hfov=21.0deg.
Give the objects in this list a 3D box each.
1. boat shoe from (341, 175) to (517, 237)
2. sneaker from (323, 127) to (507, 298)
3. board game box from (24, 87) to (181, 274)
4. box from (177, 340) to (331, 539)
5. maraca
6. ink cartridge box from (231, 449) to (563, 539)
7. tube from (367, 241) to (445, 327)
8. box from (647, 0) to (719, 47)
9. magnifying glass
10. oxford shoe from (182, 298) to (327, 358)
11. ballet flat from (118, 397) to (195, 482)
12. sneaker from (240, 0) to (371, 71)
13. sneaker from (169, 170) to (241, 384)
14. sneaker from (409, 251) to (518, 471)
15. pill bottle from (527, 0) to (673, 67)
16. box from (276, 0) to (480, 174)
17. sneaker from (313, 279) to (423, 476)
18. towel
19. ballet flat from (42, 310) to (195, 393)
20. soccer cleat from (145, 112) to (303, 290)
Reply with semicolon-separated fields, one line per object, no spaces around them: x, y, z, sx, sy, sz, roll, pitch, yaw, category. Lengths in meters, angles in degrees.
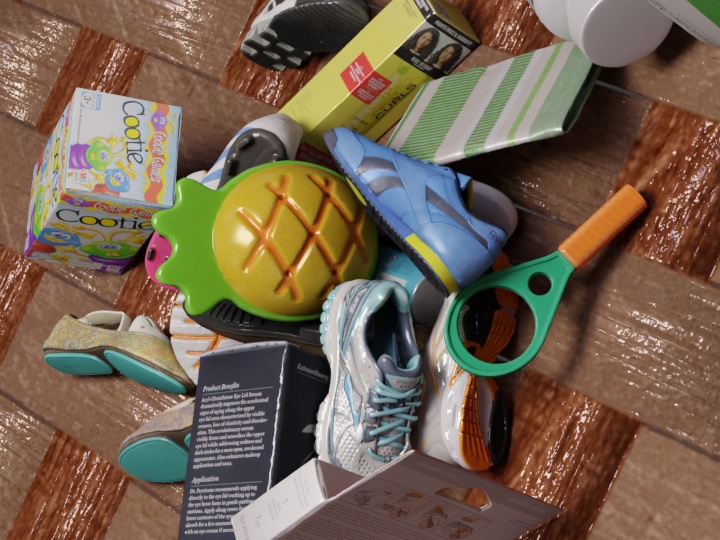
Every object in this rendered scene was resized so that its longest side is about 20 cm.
0.052;-0.063;1.682;0.199;0.069;0.057;6;36;33;boat shoe
0.045;-0.062;1.585;0.078;0.066;0.200;-40;53;-4;sneaker
-0.249;-0.083;1.861;0.200;0.103;0.105;138;138;-62;board game box
-0.061;0.175;1.627;0.104;0.148;0.201;-10;66;39;box
-0.078;-0.024;1.638;0.107;0.199;0.138;155;110;-67;maraca
0.030;0.189;1.505;0.176;0.200;0.045;-36;51;24;ink cartridge box
0.000;0.000;1.715;0.200;0.050;0.078;22;81;47;tube
0.313;-0.269;1.445;0.171;0.199;0.201;30;94;44;box
0.149;0.006;1.554;0.200;0.022;0.080;-43;79;-4;magnifying glass
-0.071;0.057;1.716;0.199;0.085;0.073;15;48;30;oxford shoe
-0.145;0.145;1.767;0.200;0.068;0.067;-18;33;47;ballet flat
-0.045;-0.249;1.809;0.200;0.074;0.089;-5;58;60;sneaker
-0.131;0.010;1.807;0.078;0.077;0.201;1;87;9;sneaker
0.072;0.067;1.609;0.092;0.076;0.201;-10;66;43;sneaker
0.181;-0.259;1.604;0.112;0.112;0.200;-44;44;18;pill bottle
0.009;-0.167;1.753;0.200;0.075;0.050;-41;51;20;box
0.012;0.102;1.570;0.086;0.077;0.201;-19;74;56;sneaker
0.110;-0.134;1.638;0.199;0.023;0.153;-13;30;36;towel
-0.227;0.072;1.871;0.199;0.071;0.071;5;77;42;ballet flat
-0.116;-0.060;1.740;0.070;0.086;0.200;42;119;-1;soccer cleat
